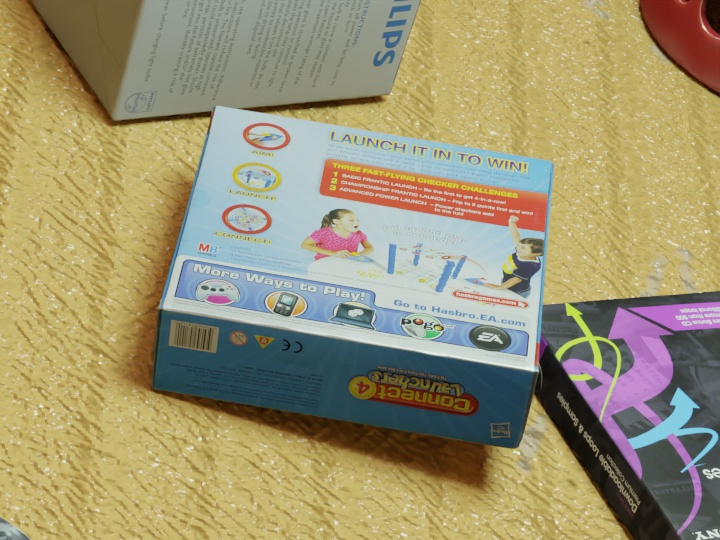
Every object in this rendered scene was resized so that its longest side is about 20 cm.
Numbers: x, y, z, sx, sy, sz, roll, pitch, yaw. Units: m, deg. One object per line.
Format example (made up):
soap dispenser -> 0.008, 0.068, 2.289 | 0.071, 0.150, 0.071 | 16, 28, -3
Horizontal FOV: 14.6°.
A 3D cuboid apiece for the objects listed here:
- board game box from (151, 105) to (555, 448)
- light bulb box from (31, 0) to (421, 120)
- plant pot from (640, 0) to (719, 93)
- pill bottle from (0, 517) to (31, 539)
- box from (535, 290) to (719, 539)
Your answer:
board game box -> 0.000, 0.000, 1.529 | 0.199, 0.056, 0.196 | 10, 36, 1
light bulb box -> -0.092, -0.203, 1.714 | 0.200, 0.125, 0.198 | -8, 44, -32
plant pot -> 0.312, -0.222, 1.895 | 0.200, 0.183, 0.201 | 15, 37, -12
pill bottle -> -0.205, 0.190, 1.163 | 0.106, 0.106, 0.200 | 26, 36, 7
box -> 0.187, 0.090, 1.549 | 0.143, 0.036, 0.200 | -4, 44, -30
